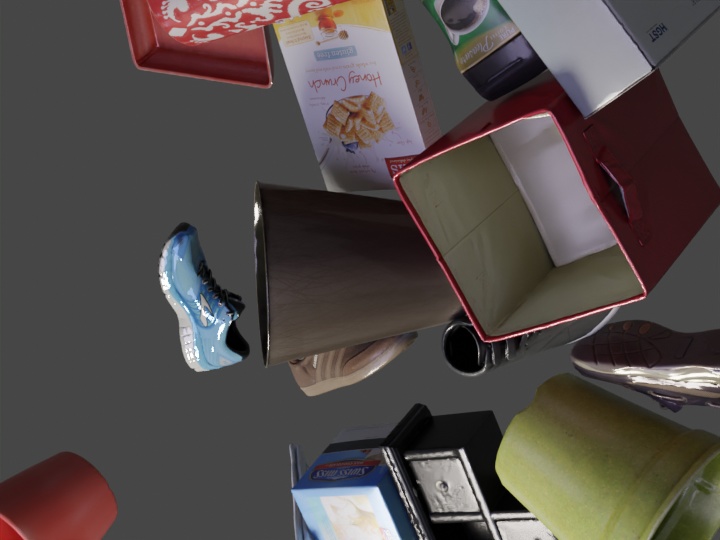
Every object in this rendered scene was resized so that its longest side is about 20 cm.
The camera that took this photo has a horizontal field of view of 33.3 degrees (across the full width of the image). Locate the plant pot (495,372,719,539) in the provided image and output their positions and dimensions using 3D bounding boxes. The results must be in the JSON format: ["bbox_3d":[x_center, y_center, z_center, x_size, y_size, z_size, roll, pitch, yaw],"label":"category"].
[{"bbox_3d":[0.238,0.200,1.159,0.184,0.200,0.202,33,135,33],"label":"plant pot"}]

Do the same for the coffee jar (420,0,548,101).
[{"bbox_3d":[0.095,-0.250,1.025,0.104,0.085,0.201,-30,97,43],"label":"coffee jar"}]

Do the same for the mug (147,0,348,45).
[{"bbox_3d":[-0.103,-0.295,1.080,0.199,0.134,0.177,-12,146,32],"label":"mug"}]

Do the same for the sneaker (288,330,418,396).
[{"bbox_3d":[-0.021,0.086,1.360,0.199,0.070,0.076,-29,98,46],"label":"sneaker"}]

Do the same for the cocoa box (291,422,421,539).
[{"bbox_3d":[0.034,0.298,1.407,0.133,0.131,0.201,-10,112,37],"label":"cocoa box"}]

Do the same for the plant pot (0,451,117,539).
[{"bbox_3d":[-0.488,0.390,1.870,0.199,0.177,0.202,20,129,27],"label":"plant pot"}]

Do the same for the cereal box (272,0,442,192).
[{"bbox_3d":[0.000,-0.176,1.186,0.143,0.039,0.201,0,118,39],"label":"cereal box"}]

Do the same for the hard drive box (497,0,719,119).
[{"bbox_3d":[0.170,-0.242,0.919,0.200,0.156,0.077,53,137,-2],"label":"hard drive box"}]

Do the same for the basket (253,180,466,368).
[{"bbox_3d":[0.000,0.000,1.177,0.136,0.198,0.182,-141,49,-78],"label":"basket"}]

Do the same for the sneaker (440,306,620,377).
[{"bbox_3d":[0.161,0.050,1.146,0.199,0.099,0.071,-32,80,34],"label":"sneaker"}]

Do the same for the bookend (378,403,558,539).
[{"bbox_3d":[0.154,0.245,1.301,0.199,0.092,0.200,-10,110,37],"label":"bookend"}]

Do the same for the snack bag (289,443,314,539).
[{"bbox_3d":[-0.051,0.346,1.496,0.021,0.189,0.201,-16,123,2],"label":"snack bag"}]

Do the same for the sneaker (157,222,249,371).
[{"bbox_3d":[-0.182,0.029,1.468,0.089,0.079,0.201,-3,121,19],"label":"sneaker"}]

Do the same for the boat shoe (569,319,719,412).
[{"bbox_3d":[0.285,0.098,1.115,0.199,0.074,0.074,4,126,44],"label":"boat shoe"}]

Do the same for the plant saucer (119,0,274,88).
[{"bbox_3d":[-0.173,-0.299,1.247,0.198,0.037,0.201,14,125,33],"label":"plant saucer"}]

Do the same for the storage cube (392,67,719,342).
[{"bbox_3d":[0.169,-0.071,1.019,0.199,0.180,0.172,-20,105,46],"label":"storage cube"}]
